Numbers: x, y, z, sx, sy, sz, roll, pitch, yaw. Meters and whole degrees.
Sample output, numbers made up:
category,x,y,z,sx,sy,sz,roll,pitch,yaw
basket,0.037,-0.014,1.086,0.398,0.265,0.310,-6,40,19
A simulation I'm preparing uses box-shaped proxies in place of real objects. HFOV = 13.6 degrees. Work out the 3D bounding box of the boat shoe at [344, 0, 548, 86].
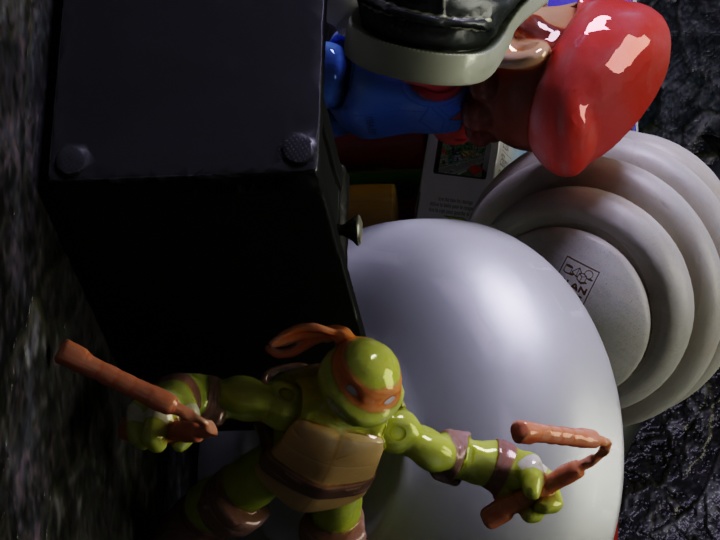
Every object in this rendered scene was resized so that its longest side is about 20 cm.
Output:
category,x,y,z,sx,sy,sz,roll,pitch,yaw
boat shoe,0.033,-0.126,1.060,0.200,0.074,0.067,-59,159,-65

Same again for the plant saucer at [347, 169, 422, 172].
category,x,y,z,sx,sy,sz,roll,pitch,yaw
plant saucer,0.033,-0.120,1.610,0.200,0.035,0.201,-48,-150,39

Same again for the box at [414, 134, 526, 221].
category,x,y,z,sx,sy,sz,roll,pitch,yaw
box,0.069,-0.037,1.426,0.200,0.034,0.111,30,69,-73

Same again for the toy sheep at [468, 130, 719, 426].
category,x,y,z,sx,sy,sz,roll,pitch,yaw
toy sheep,0.100,0.008,1.279,0.200,0.137,0.139,-50,139,-65

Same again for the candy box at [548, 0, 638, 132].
category,x,y,z,sx,sy,sz,roll,pitch,yaw
candy box,0.076,-0.162,1.743,0.077,0.168,0.202,54,35,-72

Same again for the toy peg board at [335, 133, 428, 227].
category,x,y,z,sx,sy,sz,roll,pitch,yaw
toy peg board,0.000,0.000,1.399,0.201,0.097,0.200,79,12,-49

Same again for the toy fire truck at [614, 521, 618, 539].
category,x,y,z,sx,sy,sz,roll,pitch,yaw
toy fire truck,0.064,0.133,1.290,0.176,0.199,0.129,-41,144,-34

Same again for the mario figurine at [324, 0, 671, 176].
category,x,y,z,sx,sy,sz,roll,pitch,yaw
mario figurine,0.027,-0.095,1.235,0.124,0.198,0.107,-68,155,-73

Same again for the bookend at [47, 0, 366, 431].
category,x,y,z,sx,sy,sz,roll,pitch,yaw
bookend,-0.044,-0.071,1.100,0.200,0.091,0.200,76,14,-61

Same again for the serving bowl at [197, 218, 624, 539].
category,x,y,z,sx,sy,sz,roll,pitch,yaw
serving bowl,0.005,0.075,1.184,0.066,0.199,0.202,13,73,-49

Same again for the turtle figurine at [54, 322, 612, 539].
category,x,y,z,sx,sy,sz,roll,pitch,yaw
turtle figurine,-0.025,0.064,1.065,0.162,0.199,0.065,122,-29,-50

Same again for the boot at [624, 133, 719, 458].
category,x,y,z,sx,sy,sz,roll,pitch,yaw
boot,0.171,0.019,1.424,0.073,0.161,0.200,66,30,-59
